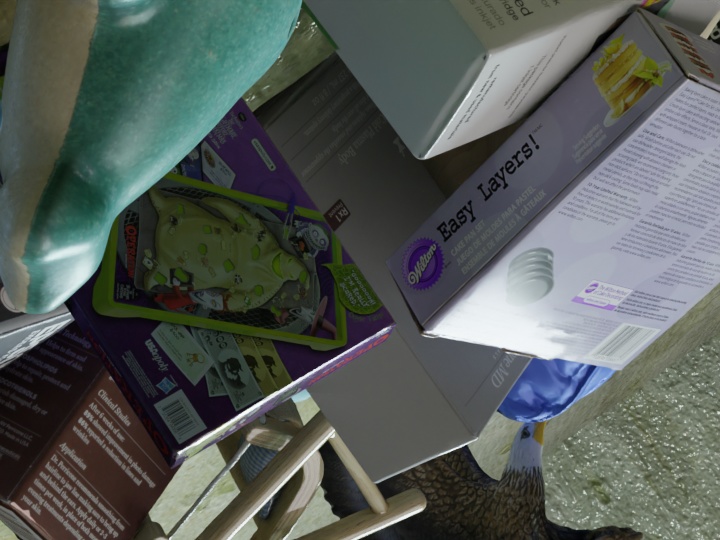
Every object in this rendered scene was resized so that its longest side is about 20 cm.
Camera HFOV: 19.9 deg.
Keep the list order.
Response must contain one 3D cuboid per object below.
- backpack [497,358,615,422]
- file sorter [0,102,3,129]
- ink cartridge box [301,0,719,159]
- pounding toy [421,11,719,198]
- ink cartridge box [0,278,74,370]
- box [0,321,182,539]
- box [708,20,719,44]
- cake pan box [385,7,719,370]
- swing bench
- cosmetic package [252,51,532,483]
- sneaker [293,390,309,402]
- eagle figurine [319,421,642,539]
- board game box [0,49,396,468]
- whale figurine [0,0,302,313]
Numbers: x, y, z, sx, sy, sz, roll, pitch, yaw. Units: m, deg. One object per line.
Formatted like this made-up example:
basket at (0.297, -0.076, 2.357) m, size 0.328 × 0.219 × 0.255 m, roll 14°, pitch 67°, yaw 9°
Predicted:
backpack at (0.083, 0.001, 1.291) m, size 0.163 × 0.200 × 0.168 m, roll -58°, pitch 166°, yaw 28°
file sorter at (-0.216, 0.006, 0.766) m, size 0.200 × 0.122 × 0.140 m, roll 118°, pitch -8°, yaw -59°
ink cartridge box at (0.072, -0.157, 0.973) m, size 0.199 × 0.145 × 0.084 m, roll -24°, pitch 160°, yaw -38°
pounding toy at (0.079, -0.124, 1.173) m, size 0.183 × 0.142 × 0.201 m, roll -19°, pitch 148°, yaw -49°
ink cartridge box at (-0.225, 0.046, 1.052) m, size 0.199 × 0.044 × 0.198 m, roll -22°, pitch 174°, yaw -46°
box at (-0.133, 0.058, 1.127) m, size 0.201 × 0.075 × 0.100 m, roll -53°, pitch 140°, yaw -17°
box at (0.284, -0.163, 1.631) m, size 0.160 × 0.049 × 0.200 m, roll -33°, pitch 165°, yaw -5°
cake pan box at (0.137, -0.031, 1.024) m, size 0.184 × 0.053 × 0.199 m, roll -44°, pitch 148°, yaw 26°
swing bench at (-0.101, 0.104, 1.231) m, size 0.199 × 0.199 × 0.130 m, roll -34°, pitch 135°, yaw -4°
cosmetic package at (0.000, 0.000, 1.099) m, size 0.090 × 0.200 × 0.107 m, roll -30°, pitch -167°, yaw 39°
sneaker at (-0.033, 0.054, 1.435) m, size 0.198 × 0.075 × 0.082 m, roll -6°, pitch 171°, yaw 25°
eagle figurine at (0.077, 0.151, 1.323) m, size 0.151 × 0.199 × 0.152 m, roll -55°, pitch 150°, yaw -28°
board game box at (-0.087, -0.026, 0.912) m, size 0.119 × 0.201 × 0.032 m, roll -30°, pitch 166°, yaw -18°
whale figurine at (-0.082, -0.079, 0.789) m, size 0.159 × 0.103 × 0.202 m, roll 111°, pitch -7°, yaw -66°
